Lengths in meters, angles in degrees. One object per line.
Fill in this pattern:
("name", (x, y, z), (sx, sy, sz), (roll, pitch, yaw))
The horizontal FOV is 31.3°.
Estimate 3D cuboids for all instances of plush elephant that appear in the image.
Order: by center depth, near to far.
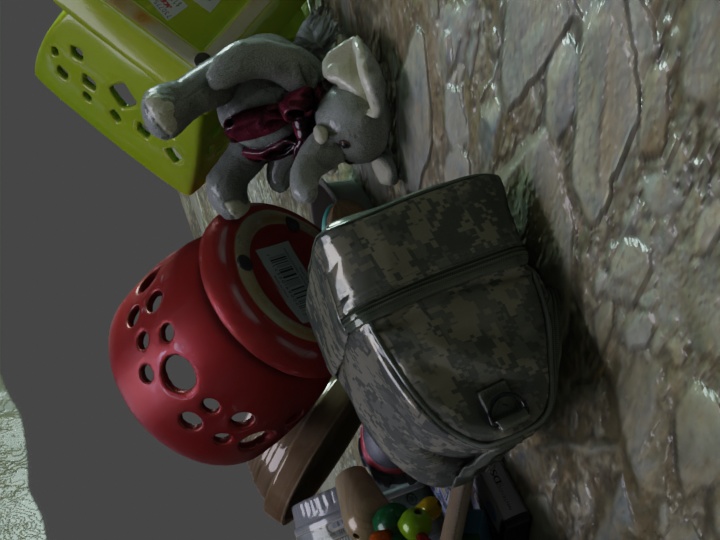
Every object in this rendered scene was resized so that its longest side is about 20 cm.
("plush elephant", (-0.044, -0.118, 1.047), (0.154, 0.200, 0.165), (34, 161, 34))

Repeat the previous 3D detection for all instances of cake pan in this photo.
("cake pan", (0.000, 0.000, 1.264), (0.200, 0.036, 0.202), (162, 90, -79))

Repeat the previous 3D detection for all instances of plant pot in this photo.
("plant pot", (-0.165, -0.225, 1.185), (0.199, 0.200, 0.182), (37, 157, 1))
("plant pot", (-0.103, 0.051, 1.186), (0.182, 0.199, 0.202), (-41, 62, 35))
("plant pot", (-0.062, 0.158, 1.360), (0.092, 0.201, 0.201), (32, 157, 11))

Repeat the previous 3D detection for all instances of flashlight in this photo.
("flashlight", (0.022, 0.118, 1.099), (0.067, 0.068, 0.201), (23, 154, 20))

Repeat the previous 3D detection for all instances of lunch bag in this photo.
("lunch bag", (0.052, 0.052, 0.851), (0.200, 0.138, 0.169), (110, 140, -73))

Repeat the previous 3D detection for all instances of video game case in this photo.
("video game case", (0.096, 0.196, 1.146), (0.201, 0.025, 0.182), (87, 161, -51))

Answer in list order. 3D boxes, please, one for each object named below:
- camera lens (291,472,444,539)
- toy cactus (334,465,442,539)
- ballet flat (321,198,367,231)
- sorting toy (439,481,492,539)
("camera lens", (0.030, 0.307, 1.289), (0.160, 0.159, 0.202), (118, 133, -74))
("toy cactus", (0.028, 0.238, 1.101), (0.201, 0.101, 0.166), (89, 160, -50))
("ballet flat", (0.026, 0.019, 1.103), (0.072, 0.068, 0.201), (12, 139, 29))
("sorting toy", (0.088, 0.283, 1.012), (0.186, 0.036, 0.202), (-69, -28, -56))
